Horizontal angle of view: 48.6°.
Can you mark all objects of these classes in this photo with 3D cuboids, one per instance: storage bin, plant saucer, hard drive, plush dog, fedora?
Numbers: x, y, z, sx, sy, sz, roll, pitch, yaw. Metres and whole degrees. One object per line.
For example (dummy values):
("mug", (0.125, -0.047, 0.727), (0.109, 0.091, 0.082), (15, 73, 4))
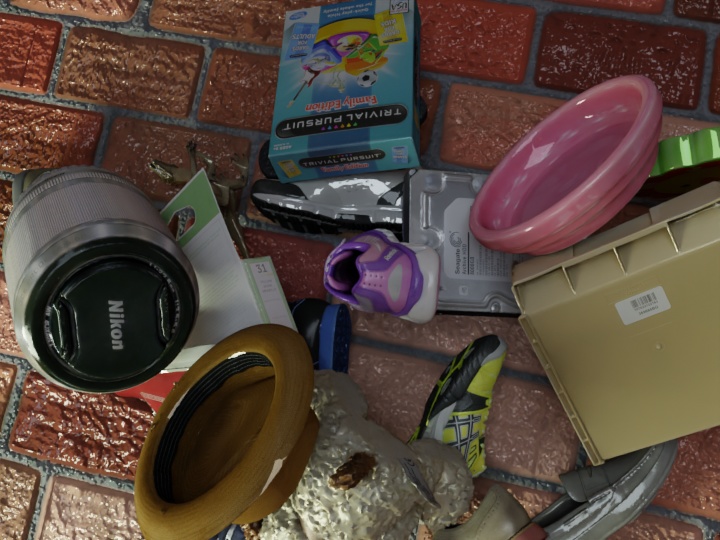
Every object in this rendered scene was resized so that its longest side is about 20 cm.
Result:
("storage bin", (0.258, 0.044, 0.704), (0.197, 0.094, 0.201), (-23, 108, 24))
("plant saucer", (0.185, -0.085, 0.709), (0.201, 0.200, 0.051), (-46, 106, -1))
("hard drive", (0.138, -0.025, 0.806), (0.194, 0.038, 0.144), (4, 80, -10))
("plush dog", (-0.018, 0.215, 0.706), (0.197, 0.160, 0.174), (31, 108, 9))
("fedora", (-0.098, 0.143, 0.655), (0.198, 0.082, 0.204), (-28, 41, 27))

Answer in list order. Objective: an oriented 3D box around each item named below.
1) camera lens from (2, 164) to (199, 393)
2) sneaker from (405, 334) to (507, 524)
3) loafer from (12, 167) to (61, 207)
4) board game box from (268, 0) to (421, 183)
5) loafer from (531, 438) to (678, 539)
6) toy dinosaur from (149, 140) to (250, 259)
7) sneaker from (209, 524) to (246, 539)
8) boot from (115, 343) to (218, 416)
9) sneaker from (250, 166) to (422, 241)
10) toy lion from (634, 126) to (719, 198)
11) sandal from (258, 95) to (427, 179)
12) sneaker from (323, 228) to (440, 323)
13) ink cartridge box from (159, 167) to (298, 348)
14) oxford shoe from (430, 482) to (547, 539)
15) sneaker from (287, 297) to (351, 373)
("camera lens", (-0.246, 0.003, 0.747), (0.160, 0.160, 0.200), (-44, 37, -2))
("sneaker", (0.098, 0.160, 0.799), (0.075, 0.075, 0.203), (29, 93, 0))
("loafer", (-0.332, -0.025, 0.874), (0.068, 0.075, 0.205), (-20, 78, 19))
("board game box", (-0.012, -0.196, 0.838), (0.147, 0.047, 0.204), (-5, 59, 13))
("loafer", (0.221, 0.219, 0.766), (0.070, 0.070, 0.200), (44, 89, 4))
("toy dinosaur", (-0.150, -0.072, 0.858), (0.058, 0.102, 0.201), (-26, 65, -38))
("sneaker", (-0.097, 0.252, 0.790), (0.195, 0.070, 0.111), (-17, 97, 7))
("boot", (-0.182, 0.153, 0.784), (0.197, 0.072, 0.149), (-10, 80, 40))
("sneaker", (-0.020, -0.082, 0.854), (0.194, 0.074, 0.082), (6, 77, 0))
("toy lion", (0.348, -0.097, 0.727), (0.196, 0.190, 0.071), (-10, 79, 29))
("sandal", (-0.018, -0.146, 0.875), (0.196, 0.045, 0.077), (-20, 56, 15))
("sneaker", (0.000, 0.000, 0.769), (0.086, 0.199, 0.083), (3, 94, -21))
("ink cartridge box", (-0.147, 0.019, 0.822), (0.145, 0.047, 0.204), (-33, 72, 41))
("oxford shoe", (0.088, 0.285, 0.765), (0.200, 0.070, 0.075), (-46, 64, 16))
("sneaker", (-0.059, 0.131, 0.825), (0.076, 0.070, 0.206), (4, 80, 21))
